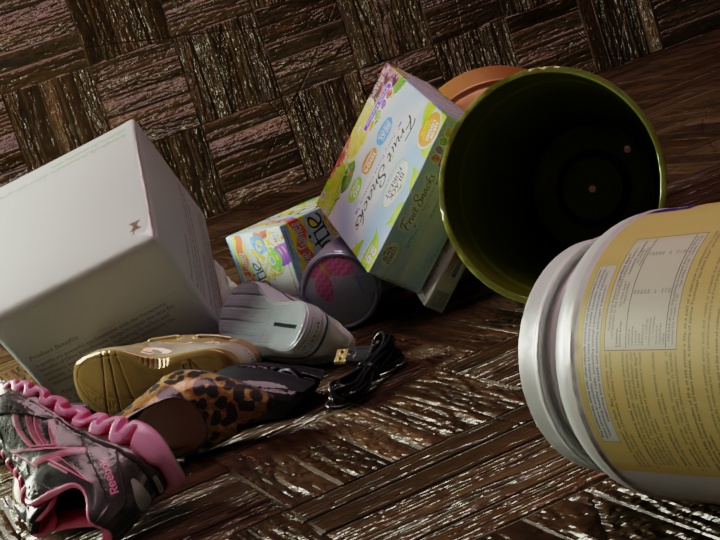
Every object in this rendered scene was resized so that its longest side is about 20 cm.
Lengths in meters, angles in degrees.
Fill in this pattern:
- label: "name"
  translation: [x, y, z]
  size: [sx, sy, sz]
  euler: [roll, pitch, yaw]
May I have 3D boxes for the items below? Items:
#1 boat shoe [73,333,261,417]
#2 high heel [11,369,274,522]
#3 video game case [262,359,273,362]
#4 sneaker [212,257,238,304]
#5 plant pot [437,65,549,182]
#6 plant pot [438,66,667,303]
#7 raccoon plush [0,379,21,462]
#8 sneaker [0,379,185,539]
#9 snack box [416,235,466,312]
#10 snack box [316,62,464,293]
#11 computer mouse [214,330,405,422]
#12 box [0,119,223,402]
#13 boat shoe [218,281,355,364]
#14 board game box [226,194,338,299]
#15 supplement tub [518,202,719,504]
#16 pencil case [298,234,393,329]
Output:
- label: "boat shoe"
  translation: [-0.180, 0.098, 1.443]
  size: [0.198, 0.075, 0.069]
  euler: [-3, 12, 29]
- label: "high heel"
  translation: [-0.169, 0.145, 1.185]
  size: [0.197, 0.072, 0.143]
  euler: [-10, 26, 14]
- label: "video game case"
  translation: [-0.126, 0.081, 1.597]
  size: [0.141, 0.019, 0.200]
  euler: [-22, 10, -16]
- label: "sneaker"
  translation: [-0.162, 0.033, 1.743]
  size: [0.078, 0.099, 0.200]
  euler: [-54, 19, 3]
- label: "plant pot"
  translation: [0.154, -0.100, 1.614]
  size: [0.198, 0.202, 0.140]
  euler: [-18, 24, 2]
- label: "plant pot"
  translation: [0.194, -0.074, 1.378]
  size: [0.198, 0.203, 0.193]
  euler: [-15, -3, 21]
- label: "raccoon plush"
  translation: [-0.346, 0.134, 1.517]
  size: [0.132, 0.098, 0.200]
  euler: [-6, 12, 23]
- label: "sneaker"
  translation: [-0.225, 0.144, 1.101]
  size: [0.198, 0.079, 0.096]
  euler: [10, 53, 36]
- label: "snack box"
  translation: [0.061, -0.034, 1.534]
  size: [0.024, 0.073, 0.200]
  euler: [19, 19, -22]
- label: "snack box"
  translation: [0.041, -0.096, 1.515]
  size: [0.067, 0.170, 0.200]
  euler: [21, 13, -25]
- label: "computer mouse"
  translation: [-0.061, 0.088, 1.306]
  size: [0.198, 0.047, 0.140]
  euler: [-14, 11, 32]
- label: "box"
  translation: [-0.268, -0.002, 1.580]
  size: [0.197, 0.172, 0.201]
  euler: [-25, 45, 8]
- label: "boat shoe"
  translation: [-0.073, 0.061, 1.462]
  size: [0.066, 0.074, 0.199]
  euler: [27, -4, -27]
- label: "board game box"
  translation: [-0.046, -0.030, 1.834]
  size: [0.102, 0.106, 0.199]
  euler: [-9, 13, 46]
- label: "supplement tub"
  translation: [0.184, 0.039, 0.728]
  size: [0.144, 0.147, 0.199]
  euler: [-24, 10, -32]
- label: "pencil case"
  translation: [0.000, 0.000, 1.617]
  size: [0.089, 0.084, 0.200]
  euler: [-1, 13, 15]
